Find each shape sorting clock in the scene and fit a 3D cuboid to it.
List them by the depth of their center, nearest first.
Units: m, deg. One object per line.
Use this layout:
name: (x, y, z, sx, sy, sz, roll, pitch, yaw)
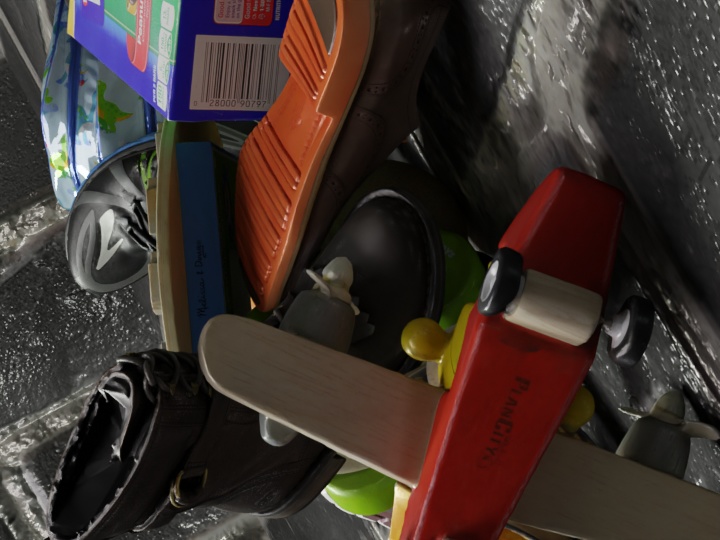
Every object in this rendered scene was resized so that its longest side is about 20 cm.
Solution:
shape sorting clock: (-0.084, 0.006, 1.332, 0.200, 0.039, 0.200, -5, -90, -86)

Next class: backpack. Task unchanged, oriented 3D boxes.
backpack: (-0.135, -0.117, 1.604, 0.200, 0.153, 0.163, -116, 21, -48)

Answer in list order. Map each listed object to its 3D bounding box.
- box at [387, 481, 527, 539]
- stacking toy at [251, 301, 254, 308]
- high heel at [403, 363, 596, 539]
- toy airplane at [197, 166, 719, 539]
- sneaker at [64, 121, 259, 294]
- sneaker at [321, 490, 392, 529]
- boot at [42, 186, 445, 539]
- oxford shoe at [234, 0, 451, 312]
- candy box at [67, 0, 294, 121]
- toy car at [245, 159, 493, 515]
box: (0.104, 0.187, 1.348, 0.200, 0.041, 0.119, 27, 138, 20)
stacking toy: (0.002, 0.026, 1.560, 0.200, 0.146, 0.146, 42, 166, 9)
high heel: (0.082, 0.109, 1.231, 0.143, 0.071, 0.200, 52, -156, 23)
toy airplane: (0.053, 0.071, 1.131, 0.141, 0.199, 0.200, -102, -13, -73)
sneaker: (-0.107, -0.038, 1.480, 0.071, 0.199, 0.083, 38, -138, -26)
sneaker: (0.058, 0.125, 1.500, 0.115, 0.076, 0.200, -3, 147, 43)
boot: (-0.053, 0.049, 1.174, 0.069, 0.200, 0.174, 35, -164, 28)
oxford shoe: (-0.009, -0.058, 1.235, 0.071, 0.073, 0.200, 63, 144, 39)
candy box: (-0.087, -0.181, 1.313, 0.200, 0.077, 0.169, -138, 51, -64)
toy car: (0.000, 0.000, 1.384, 0.164, 0.158, 0.200, 60, -172, -55)
